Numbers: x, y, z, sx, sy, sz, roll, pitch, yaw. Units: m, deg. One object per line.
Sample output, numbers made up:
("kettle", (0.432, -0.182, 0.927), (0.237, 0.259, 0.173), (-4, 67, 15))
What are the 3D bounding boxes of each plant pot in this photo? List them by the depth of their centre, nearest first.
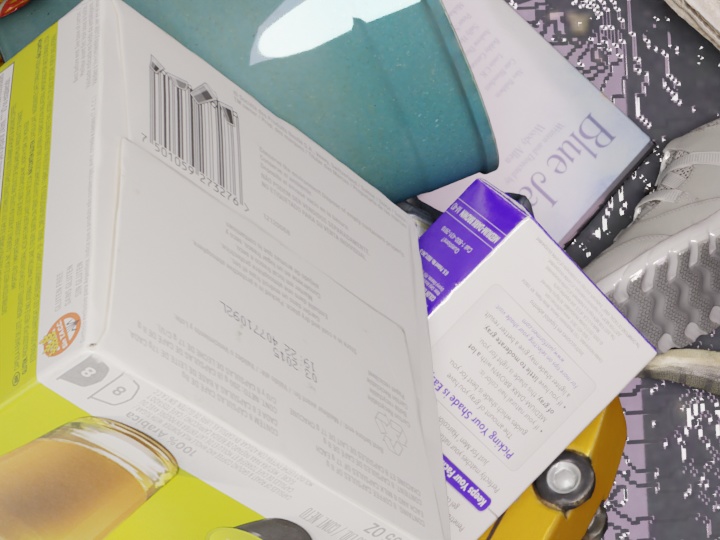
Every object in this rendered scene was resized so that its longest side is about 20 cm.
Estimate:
("plant pot", (-0.061, -0.095, 1.017), (0.188, 0.200, 0.200), (-27, 92, -2))

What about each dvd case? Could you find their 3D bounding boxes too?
("dvd case", (0.038, -0.081, 1.130), (0.200, 0.018, 0.143), (43, 83, -5))

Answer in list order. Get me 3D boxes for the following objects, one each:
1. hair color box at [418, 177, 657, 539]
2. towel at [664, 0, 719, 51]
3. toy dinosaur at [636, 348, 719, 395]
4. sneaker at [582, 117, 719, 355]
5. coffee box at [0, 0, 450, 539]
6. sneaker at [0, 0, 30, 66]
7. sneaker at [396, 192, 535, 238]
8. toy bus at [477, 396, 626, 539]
("hair color box", (0.029, 0.068, 1.013), (0.200, 0.065, 0.109), (-46, 120, -2))
("towel", (0.231, -0.197, 1.126), (0.133, 0.034, 0.200), (40, 69, -13))
("toy dinosaur", (0.228, 0.044, 1.141), (0.200, 0.047, 0.088), (15, 93, -4))
("sneaker", (0.177, -0.028, 1.127), (0.200, 0.082, 0.075), (-36, 138, -14))
("coffee box", (-0.104, 0.050, 0.891), (0.198, 0.200, 0.200), (-34, 129, 27))
("sneaker", (-0.205, -0.120, 1.072), (0.200, 0.073, 0.077), (-19, 55, -20))
("sneaker", (0.000, 0.000, 1.072), (0.200, 0.074, 0.081), (-6, 109, -14))
("toy bus", (0.067, 0.138, 1.074), (0.078, 0.065, 0.200), (23, 70, 24))
